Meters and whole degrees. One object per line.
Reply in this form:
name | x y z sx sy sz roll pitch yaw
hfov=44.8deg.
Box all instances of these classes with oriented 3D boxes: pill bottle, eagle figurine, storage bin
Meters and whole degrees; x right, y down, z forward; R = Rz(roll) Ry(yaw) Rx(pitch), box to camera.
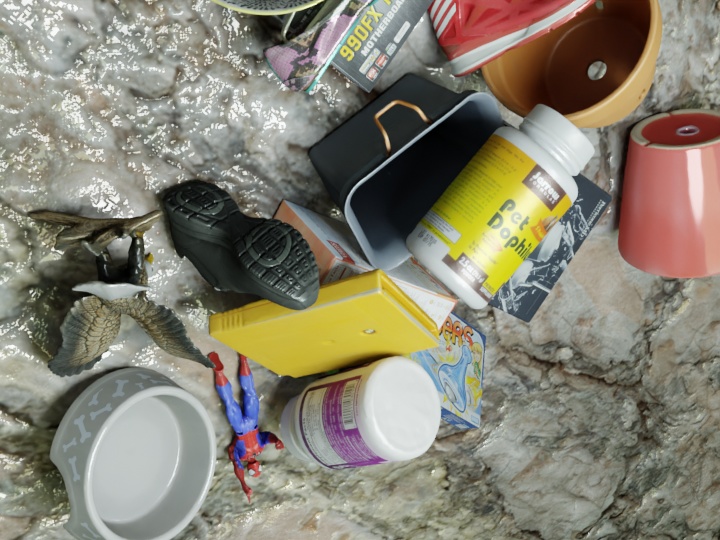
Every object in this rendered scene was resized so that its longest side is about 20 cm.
pill bottle | -0.008 0.172 1.018 0.111 0.199 0.114 12 69 -34
eagle figurine | -0.233 0.037 0.877 0.150 0.150 0.203 -28 129 -43
storage bin | 0.040 -0.127 0.950 0.199 0.134 0.146 -39 133 -8
pill bottle | 0.145 -0.067 0.894 0.201 0.109 0.109 -50 133 4

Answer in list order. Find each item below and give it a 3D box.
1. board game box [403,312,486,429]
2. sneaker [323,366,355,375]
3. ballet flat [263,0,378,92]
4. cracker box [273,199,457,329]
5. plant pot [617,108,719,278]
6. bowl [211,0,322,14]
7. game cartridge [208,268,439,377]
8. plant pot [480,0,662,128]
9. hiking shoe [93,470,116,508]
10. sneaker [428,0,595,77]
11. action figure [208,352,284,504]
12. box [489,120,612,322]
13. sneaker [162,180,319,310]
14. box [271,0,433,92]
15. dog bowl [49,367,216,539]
board game box | 0.100 0.116 1.163 0.199 0.034 0.137 34 55 -44
sneaker | -0.019 0.077 1.081 0.083 0.077 0.201 -24 140 -9
ballet flat | -0.016 -0.259 0.813 0.071 0.069 0.200 40 93 -23
cracker box | 0.000 0.000 1.005 0.198 0.134 0.058 21 108 -41
plant pot | 0.453 -0.115 1.216 0.198 0.200 0.180 -23 119 -20
bowl | -0.077 -0.309 0.754 0.197 0.094 0.205 0 90 0
game cartridge | -0.035 0.063 0.940 0.197 0.033 0.176 -13 153 21
plant pot | 0.250 -0.248 0.993 0.202 0.199 0.139 -57 150 11
hiking shoe | -0.274 0.254 1.036 0.087 0.074 0.201 -53 139 -21
sneaker | 0.155 -0.294 0.907 0.198 0.078 0.117 -26 102 25
action figure | -0.133 0.197 1.070 0.064 0.099 0.202 -20 131 -20
box | 0.191 -0.063 1.117 0.181 0.104 0.202 22 105 -43
sneaker | -0.118 -0.012 0.886 0.076 0.199 0.092 -32 145 -37
box | 0.007 -0.306 0.869 0.158 0.048 0.201 30 99 -43
dog bowl | -0.242 0.212 0.967 0.198 0.058 0.204 -8 100 -49
